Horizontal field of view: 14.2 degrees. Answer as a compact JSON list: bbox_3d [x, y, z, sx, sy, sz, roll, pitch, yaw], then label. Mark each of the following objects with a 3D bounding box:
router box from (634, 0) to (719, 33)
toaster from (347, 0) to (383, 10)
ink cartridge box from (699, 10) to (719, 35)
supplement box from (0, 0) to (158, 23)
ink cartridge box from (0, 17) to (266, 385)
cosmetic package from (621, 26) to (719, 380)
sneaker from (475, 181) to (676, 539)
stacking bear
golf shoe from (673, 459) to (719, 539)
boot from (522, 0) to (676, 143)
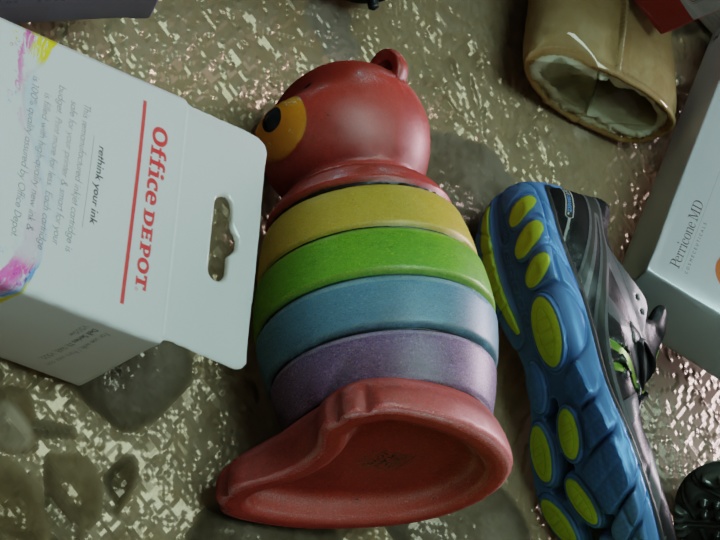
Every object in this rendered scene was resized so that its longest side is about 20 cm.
[{"bbox_3d":[0.152,-0.225,1.350,0.200,0.179,0.049,50,52,-15],"label":"router box"},{"bbox_3d":[0.000,-0.209,1.289,0.200,0.181,0.119,11,64,-37],"label":"toaster"},{"bbox_3d":[0.283,-0.157,1.503,0.115,0.200,0.068,43,50,-20],"label":"ink cartridge box"},{"bbox_3d":[-0.147,-0.206,1.218,0.109,0.061,0.201,-4,74,-17],"label":"supplement box"},{"bbox_3d":[-0.139,-0.030,1.170,0.200,0.067,0.117,23,58,-32],"label":"ink cartridge box"},{"bbox_3d":[0.224,-0.025,1.470,0.151,0.052,0.200,29,54,-7],"label":"cosmetic package"},{"bbox_3d":[0.116,0.051,1.359,0.083,0.071,0.200,-4,72,-36],"label":"sneaker"},{"bbox_3d":[0.000,0.000,1.259,0.114,0.121,0.200,14,57,-35],"label":"stacking bear"},{"bbox_3d":[0.226,0.130,1.438,0.200,0.077,0.088,26,35,-32],"label":"golf shoe"},{"bbox_3d":[0.100,-0.187,1.450,0.175,0.066,0.200,24,59,-32],"label":"boot"}]
